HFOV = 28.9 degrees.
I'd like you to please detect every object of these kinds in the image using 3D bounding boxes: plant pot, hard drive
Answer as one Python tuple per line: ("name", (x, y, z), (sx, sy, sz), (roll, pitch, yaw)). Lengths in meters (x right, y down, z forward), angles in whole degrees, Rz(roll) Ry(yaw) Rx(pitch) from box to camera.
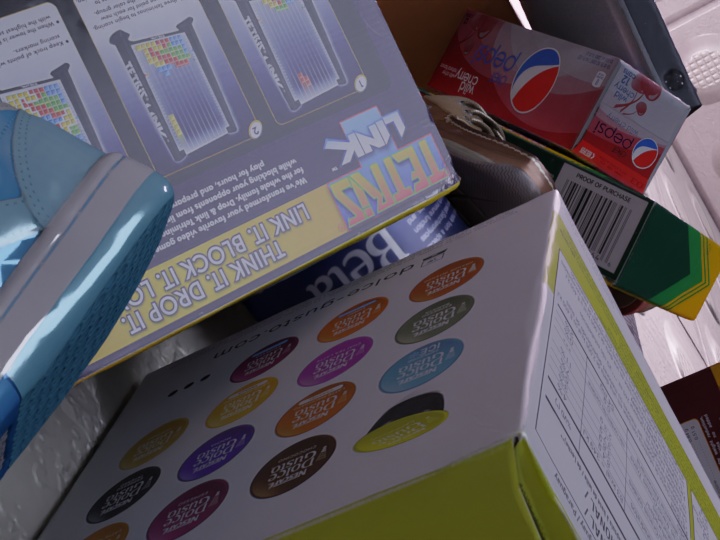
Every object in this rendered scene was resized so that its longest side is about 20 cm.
("plant pot", (0.052, -0.197, 1.072), (0.201, 0.139, 0.201), (51, 24, -33))
("hard drive", (0.156, -0.179, 0.961), (0.140, 0.033, 0.202), (131, -62, -75))

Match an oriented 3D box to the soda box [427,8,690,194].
("soda box", (0.123, -0.115, 0.917), (0.070, 0.064, 0.200), (26, 6, -29))

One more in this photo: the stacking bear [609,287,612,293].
("stacking bear", (0.077, 0.027, 0.877), (0.121, 0.115, 0.200), (28, 2, 19))

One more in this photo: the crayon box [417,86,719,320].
("crayon box", (0.119, -0.045, 0.897), (0.199, 0.059, 0.172), (30, 7, 29))

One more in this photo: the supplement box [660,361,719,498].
("supplement box", (0.193, 0.183, 0.878), (0.133, 0.198, 0.199), (11, 56, -68))

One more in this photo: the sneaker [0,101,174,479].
("sneaker", (-0.152, 0.015, 0.386), (0.130, 0.080, 0.201), (33, 48, 0))

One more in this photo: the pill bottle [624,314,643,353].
("pill bottle", (0.160, 0.063, 1.073), (0.113, 0.112, 0.201), (52, 22, -31))

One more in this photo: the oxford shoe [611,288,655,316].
("oxford shoe", (0.143, -0.006, 1.036), (0.074, 0.199, 0.071), (5, 104, -49))

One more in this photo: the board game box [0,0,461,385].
("board game box", (-0.078, -0.065, 0.529), (0.199, 0.057, 0.167), (-27, 93, -33))

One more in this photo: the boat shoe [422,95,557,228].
("boat shoe", (0.043, -0.064, 0.754), (0.199, 0.072, 0.076), (22, -32, 56))

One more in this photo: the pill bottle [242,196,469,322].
("pill bottle", (0.000, 0.000, 0.686), (0.201, 0.111, 0.111), (51, 21, -8))

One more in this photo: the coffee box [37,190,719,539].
("coffee box", (0.022, 0.126, 0.496), (0.201, 0.198, 0.198), (60, 20, -15))
